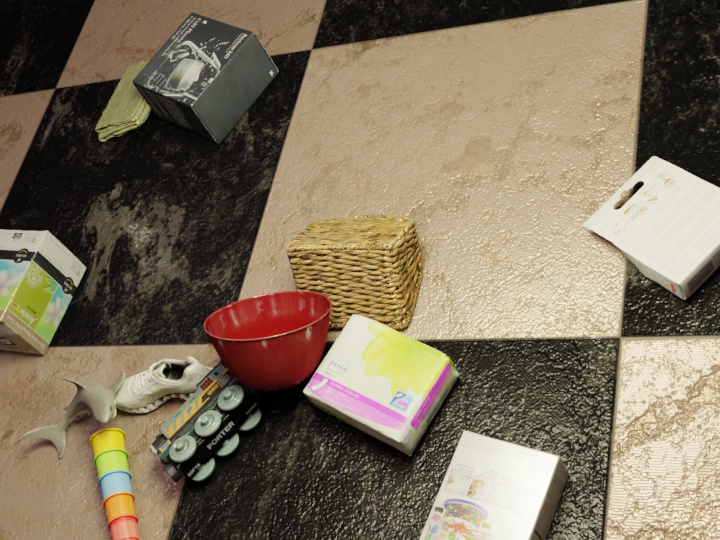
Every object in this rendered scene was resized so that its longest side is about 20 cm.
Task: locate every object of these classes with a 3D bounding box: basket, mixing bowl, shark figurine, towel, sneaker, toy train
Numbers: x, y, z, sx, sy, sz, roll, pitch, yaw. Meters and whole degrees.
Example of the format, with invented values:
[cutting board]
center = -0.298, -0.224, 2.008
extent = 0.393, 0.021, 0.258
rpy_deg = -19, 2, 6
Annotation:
[basket]
center = 0.000, 0.000, 1.702
extent = 0.199, 0.150, 0.143
rpy_deg = -2, 24, 26
[mixing bowl]
center = -0.132, 0.115, 1.612
extent = 0.198, 0.109, 0.200
rpy_deg = -9, 18, 3
[shark figurine]
center = -0.473, 0.216, 1.745
extent = 0.214, 0.089, 0.129
rpy_deg = -28, 36, 40
[towel]
center = -0.473, -0.363, 2.203
extent = 0.148, 0.036, 0.201
rpy_deg = -8, 53, 39
[sneaker]
center = -0.333, 0.182, 1.733
extent = 0.199, 0.081, 0.076
rpy_deg = -14, 54, 20
[toy train]
center = -0.241, 0.238, 1.646
extent = 0.200, 0.085, 0.114
rpy_deg = -46, 42, -12

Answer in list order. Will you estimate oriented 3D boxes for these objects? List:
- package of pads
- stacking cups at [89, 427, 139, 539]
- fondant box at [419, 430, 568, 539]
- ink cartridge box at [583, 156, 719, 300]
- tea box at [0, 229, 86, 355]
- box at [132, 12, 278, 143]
[package of pads]
center = 0.031, 0.163, 1.565
extent = 0.199, 0.068, 0.155
rpy_deg = 21, 69, 36
[stacking cups]
center = -0.387, 0.349, 1.661
extent = 0.060, 0.061, 0.201
rpy_deg = -26, 53, 8
[fondant box]
center = 0.171, 0.326, 1.385
extent = 0.143, 0.058, 0.201
rpy_deg = 11, 62, 33
[ink cartridge box]
center = 0.451, -0.065, 1.536
extent = 0.162, 0.050, 0.200
rpy_deg = -44, 41, -6
[tea box]
center = -0.660, 0.037, 1.965
extent = 0.199, 0.134, 0.198
rpy_deg = 2, 59, 28
[box]
center = -0.308, -0.385, 2.094
extent = 0.196, 0.124, 0.200
rpy_deg = 26, 72, 35
